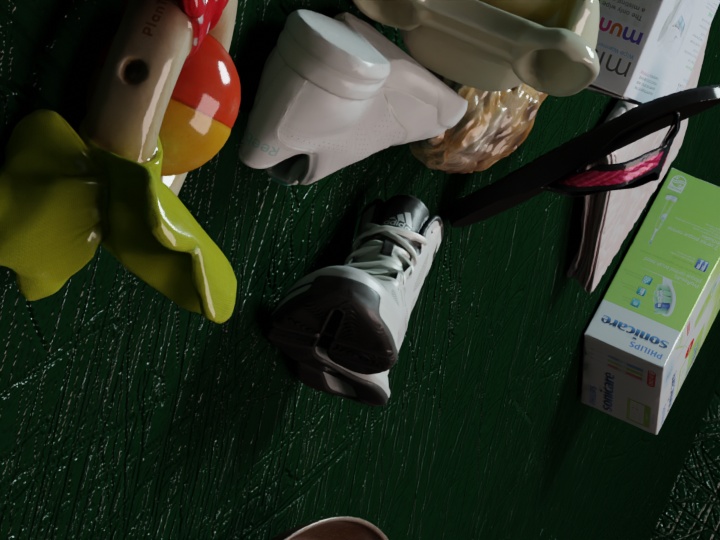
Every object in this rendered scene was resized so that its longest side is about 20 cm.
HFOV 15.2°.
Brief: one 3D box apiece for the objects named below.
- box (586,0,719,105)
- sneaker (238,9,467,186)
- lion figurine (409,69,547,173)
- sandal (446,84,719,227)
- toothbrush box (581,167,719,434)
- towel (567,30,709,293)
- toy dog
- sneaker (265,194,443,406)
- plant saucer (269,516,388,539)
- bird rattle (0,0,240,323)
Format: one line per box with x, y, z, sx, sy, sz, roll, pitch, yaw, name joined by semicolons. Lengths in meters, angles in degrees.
0.188;-0.203;1.810;0.177;0.097;0.200;-68;166;7;box
-0.012;-0.079;1.370;0.089;0.075;0.200;-57;162;11;sneaker
0.078;-0.096;1.637;0.123;0.072;0.200;-57;169;-8;lion figurine
0.154;-0.065;1.774;0.200;0.045;0.075;-27;170;6;sandal
0.286;0.029;2.541;0.200;0.086;0.146;-59;163;-24;toothbrush box
0.230;-0.107;2.240;0.200;0.032;0.191;-56;163;-34;towel
0.099;-0.198;1.426;0.194;0.139;0.200;60;52;-75;toy dog
0.000;0.000;1.532;0.201;0.076;0.115;87;20;-76;sneaker
-0.052;0.238;1.651;0.200;0.037;0.201;-29;130;-41;plant saucer
-0.088;-0.081;1.089;0.163;0.113;0.200;61;40;-86;bird rattle
